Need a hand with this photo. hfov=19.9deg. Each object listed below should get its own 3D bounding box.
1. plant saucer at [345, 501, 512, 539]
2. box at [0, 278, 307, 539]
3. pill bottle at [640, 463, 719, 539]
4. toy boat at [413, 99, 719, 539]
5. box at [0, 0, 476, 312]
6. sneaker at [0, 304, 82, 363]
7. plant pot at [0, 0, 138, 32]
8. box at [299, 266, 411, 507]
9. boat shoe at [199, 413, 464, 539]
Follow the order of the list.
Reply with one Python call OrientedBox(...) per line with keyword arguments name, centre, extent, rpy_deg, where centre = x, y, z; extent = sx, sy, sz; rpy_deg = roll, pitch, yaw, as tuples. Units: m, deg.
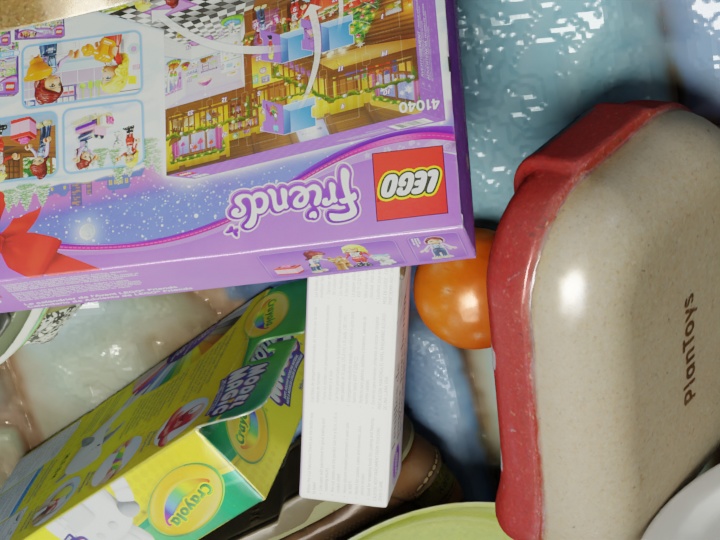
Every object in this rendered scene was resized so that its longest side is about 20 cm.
OrientedBox(name="plant saucer", centre=(0.035, 0.190, 0.939), extent=(0.200, 0.031, 0.200), rpy_deg=(-6, 112, -15))
OrientedBox(name="box", centre=(-0.092, 0.085, 0.910), extent=(0.200, 0.117, 0.048), rpy_deg=(-36, 106, 30))
OrientedBox(name="pill bottle", centre=(0.200, 0.177, 0.839), extent=(0.111, 0.111, 0.200), rpy_deg=(-21, 116, 23))
OrientedBox(name="toy boat", centre=(0.079, 0.021, 0.848), extent=(0.131, 0.130, 0.200), rpy_deg=(21, 133, 34))
OrientedBox(name="box", centre=(-0.060, -0.063, 0.781), extent=(0.200, 0.137, 0.039), rpy_deg=(-6, 161, 9))
OrientedBox(name="sneaker", centre=(-0.109, -0.039, 0.866), extent=(0.200, 0.089, 0.077), rpy_deg=(-46, 69, 15))
OrientedBox(name="plant pot", centre=(-0.104, -0.201, 0.688), extent=(0.186, 0.186, 0.200), rpy_deg=(-8, 110, 16))
OrientedBox(name="box", centre=(0.000, 0.000, 0.851), extent=(0.041, 0.039, 0.200), rpy_deg=(5, 111, 9))
OrientedBox(name="boat shoe", centre=(-0.044, 0.135, 0.965), extent=(0.200, 0.072, 0.068), rpy_deg=(-29, 115, 27))
